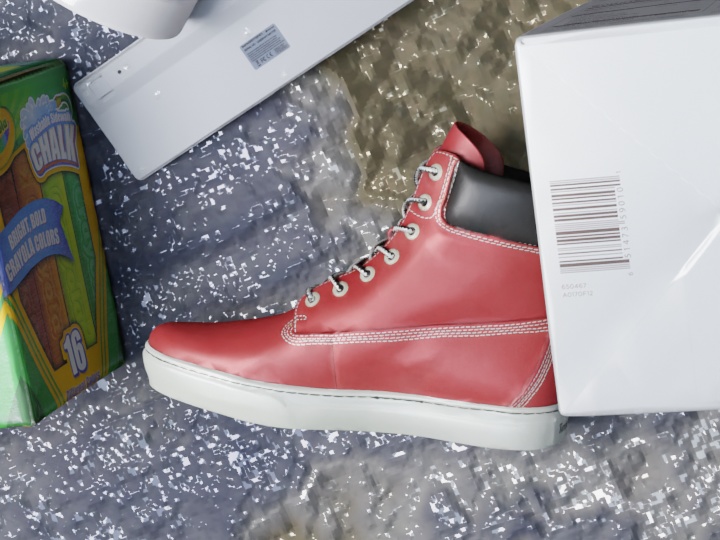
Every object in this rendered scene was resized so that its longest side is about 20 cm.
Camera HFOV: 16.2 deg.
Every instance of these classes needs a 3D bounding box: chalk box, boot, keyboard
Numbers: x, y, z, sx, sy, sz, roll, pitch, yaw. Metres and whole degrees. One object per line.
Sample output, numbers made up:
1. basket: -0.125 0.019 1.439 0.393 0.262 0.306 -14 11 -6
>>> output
1. chalk box: -0.202 -0.031 1.186 0.124 0.124 0.200 -7 101 18
2. boot: 0.000 0.000 1.164 0.200 0.072 0.145 4 103 7
3. keyboard: -0.048 -0.110 1.166 0.200 0.011 0.056 -31 104 30

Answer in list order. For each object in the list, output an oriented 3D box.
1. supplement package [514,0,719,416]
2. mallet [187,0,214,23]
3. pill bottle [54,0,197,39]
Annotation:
1. supplement package: 0.164 -0.040 1.033 0.150 0.200 0.152 -4 101 18
2. mallet: -0.006 -0.172 1.145 0.200 0.041 0.066 -18 98 23
3. pill bottle: -0.075 -0.208 1.115 0.113 0.113 0.200 30 110 8
